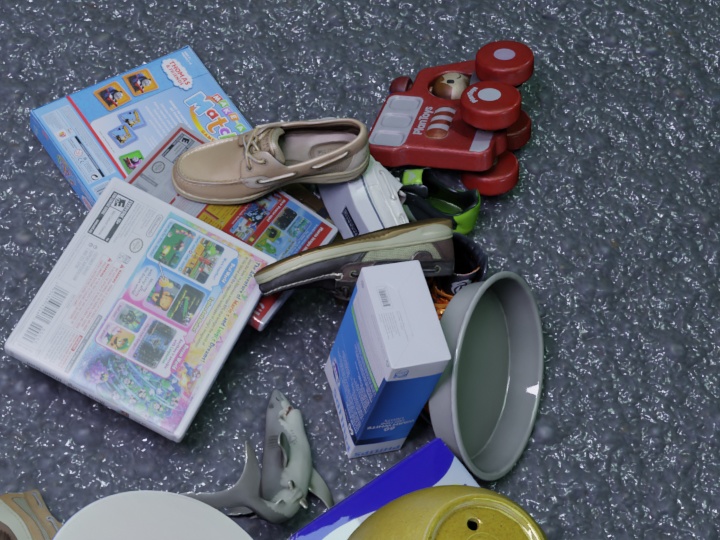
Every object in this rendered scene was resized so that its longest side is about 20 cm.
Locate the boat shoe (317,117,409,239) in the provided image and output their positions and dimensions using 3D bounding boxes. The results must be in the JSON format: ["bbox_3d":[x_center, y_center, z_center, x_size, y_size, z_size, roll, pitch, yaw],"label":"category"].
[{"bbox_3d":[0.011,-0.073,1.338,0.069,0.071,0.201,-8,59,-30],"label":"boat shoe"}]

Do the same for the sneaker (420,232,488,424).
[{"bbox_3d":[0.085,0.050,1.310,0.077,0.112,0.201,3,58,-12],"label":"sneaker"}]

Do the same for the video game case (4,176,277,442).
[{"bbox_3d":[-0.200,0.033,1.212,0.181,0.024,0.201,27,64,2],"label":"video game case"}]

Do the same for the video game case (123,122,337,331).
[{"bbox_3d":[-0.140,-0.047,1.291,0.199,0.017,0.143,34,56,6],"label":"video game case"}]

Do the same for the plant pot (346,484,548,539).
[{"bbox_3d":[0.083,0.252,1.042,0.198,0.142,0.201,6,58,-10],"label":"plant pot"}]

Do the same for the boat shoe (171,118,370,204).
[{"bbox_3d":[-0.090,-0.117,1.278,0.198,0.065,0.072,-11,66,-3],"label":"boat shoe"}]

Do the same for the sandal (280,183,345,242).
[{"bbox_3d":[-0.040,-0.027,1.362,0.199,0.054,0.080,35,46,12],"label":"sandal"}]

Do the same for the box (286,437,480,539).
[{"bbox_3d":[0.050,0.288,1.161,0.183,0.105,0.200,-30,69,-28],"label":"box"}]

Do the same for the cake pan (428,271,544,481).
[{"bbox_3d":[0.122,0.100,1.259,0.036,0.201,0.201,4,49,32],"label":"cake pan"}]

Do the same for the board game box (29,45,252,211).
[{"bbox_3d":[-0.229,-0.146,1.398,0.199,0.037,0.152,-28,70,-26],"label":"board game box"}]

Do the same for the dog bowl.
[{"bbox_3d":[-0.158,0.270,0.988,0.199,0.079,0.201,18,41,-17],"label":"dog bowl"}]

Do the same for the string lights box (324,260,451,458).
[{"bbox_3d":[0.020,0.087,1.218,0.058,0.200,0.103,-8,62,-17],"label":"string lights box"}]

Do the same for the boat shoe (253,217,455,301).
[{"bbox_3d":[0.000,0.000,1.227,0.198,0.073,0.065,-15,93,-12],"label":"boat shoe"}]

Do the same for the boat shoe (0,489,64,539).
[{"bbox_3d":[-0.254,0.241,1.097,0.076,0.072,0.200,-22,40,-30],"label":"boat shoe"}]

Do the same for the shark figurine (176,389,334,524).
[{"bbox_3d":[-0.092,0.202,1.182,0.089,0.214,0.129,-24,96,14],"label":"shark figurine"}]

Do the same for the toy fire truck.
[{"bbox_3d":[0.104,-0.178,1.459,0.167,0.113,0.201,8,42,13],"label":"toy fire truck"}]

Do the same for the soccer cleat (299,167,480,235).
[{"bbox_3d":[0.033,-0.085,1.399,0.198,0.081,0.068,13,57,-6],"label":"soccer cleat"}]
